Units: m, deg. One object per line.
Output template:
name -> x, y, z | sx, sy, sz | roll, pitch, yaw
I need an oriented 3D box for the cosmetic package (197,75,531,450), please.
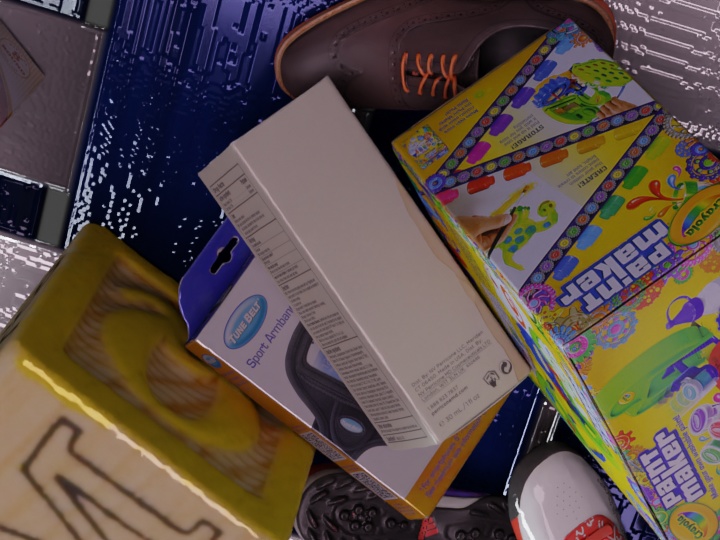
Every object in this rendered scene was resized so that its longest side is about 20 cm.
cosmetic package -> 0.000, 0.000, 1.158 | 0.073, 0.103, 0.201 | -35, 94, -16

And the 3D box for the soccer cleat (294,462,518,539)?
soccer cleat -> 0.045, 0.160, 1.291 | 0.199, 0.073, 0.069 | 15, 95, -18

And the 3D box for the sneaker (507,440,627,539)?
sneaker -> 0.159, 0.200, 1.245 | 0.067, 0.108, 0.202 | -30, 121, -19

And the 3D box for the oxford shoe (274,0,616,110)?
oxford shoe -> 0.045, -0.123, 1.162 | 0.198, 0.073, 0.072 | -8, 111, 10

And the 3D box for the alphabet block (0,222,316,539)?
alphabet block -> -0.162, 0.128, 1.229 | 0.196, 0.196, 0.200 | 37, 113, -10

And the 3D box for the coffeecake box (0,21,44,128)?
coffeecake box -> -0.273, -0.118, 1.137 | 0.073, 0.200, 0.154 | -34, 105, 19

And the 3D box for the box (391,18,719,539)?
box -> 0.140, 0.012, 1.091 | 0.122, 0.193, 0.200 | -34, 134, -2

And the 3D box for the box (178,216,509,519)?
box -> -0.009, 0.042, 1.223 | 0.200, 0.041, 0.119 | 38, 74, -10
